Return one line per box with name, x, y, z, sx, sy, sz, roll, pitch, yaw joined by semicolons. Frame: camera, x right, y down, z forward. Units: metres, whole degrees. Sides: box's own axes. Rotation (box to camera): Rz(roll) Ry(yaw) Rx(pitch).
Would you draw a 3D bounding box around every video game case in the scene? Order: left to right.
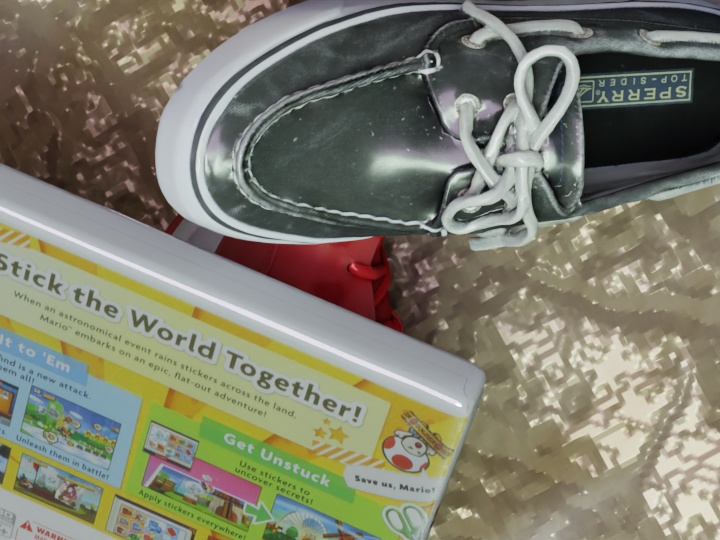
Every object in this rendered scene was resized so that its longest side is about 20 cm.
video game case;-0.077;0.060;0.931;0.200;0.023;0.182;23;131;5

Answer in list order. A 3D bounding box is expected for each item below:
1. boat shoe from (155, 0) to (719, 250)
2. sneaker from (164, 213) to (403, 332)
boat shoe;0.041;-0.040;0.866;0.199;0.068;0.074;-4;108;-27
sneaker;0.000;0.000;0.940;0.115;0.078;0.200;35;115;-2
